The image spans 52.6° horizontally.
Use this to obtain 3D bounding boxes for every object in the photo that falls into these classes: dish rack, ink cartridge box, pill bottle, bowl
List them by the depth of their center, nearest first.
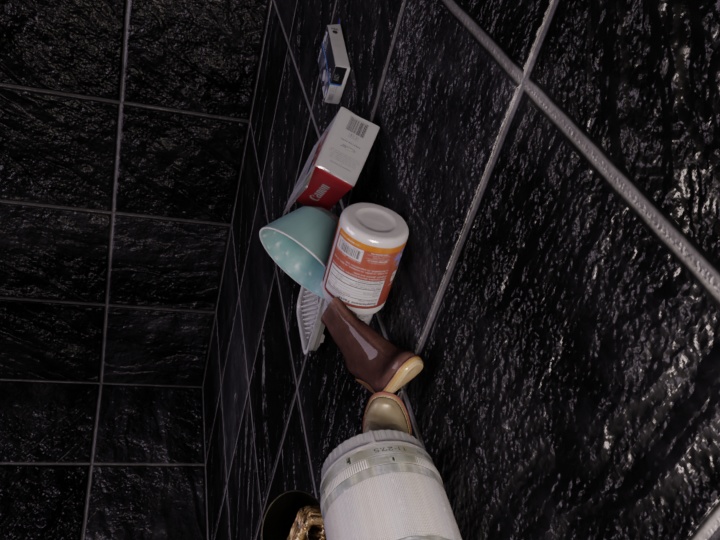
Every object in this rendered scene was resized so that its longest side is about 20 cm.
[{"bbox_3d":[0.000,0.000,1.182,0.112,0.112,0.200,-107,27,-50],"label":"pill bottle"},{"bbox_3d":[-0.082,-0.045,1.377,0.105,0.201,0.201,-50,8,-19],"label":"bowl"},{"bbox_3d":[-0.061,-0.183,1.385,0.176,0.084,0.200,-67,12,-17],"label":"ink cartridge box"},{"bbox_3d":[-0.094,0.064,1.574,0.172,0.043,0.200,-107,28,-49],"label":"dish rack"},{"bbox_3d":[-0.064,-0.477,1.644,0.100,0.039,0.200,113,156,-45],"label":"ink cartridge box"}]

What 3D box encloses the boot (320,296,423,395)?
[{"bbox_3d":[0.005,0.110,1.082,0.166,0.072,0.200,52,159,8],"label":"boot"}]

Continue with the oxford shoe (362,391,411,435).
[{"bbox_3d":[0.033,0.267,1.030,0.075,0.070,0.200,-65,-24,-64],"label":"oxford shoe"}]

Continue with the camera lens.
[{"bbox_3d":[0.037,0.319,0.894,0.200,0.160,0.160,-109,30,-52],"label":"camera lens"}]

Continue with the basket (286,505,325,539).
[{"bbox_3d":[-0.043,0.476,1.131,0.149,0.142,0.201,170,104,-73],"label":"basket"}]

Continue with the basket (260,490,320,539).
[{"bbox_3d":[-0.140,0.567,1.442,0.181,0.136,0.200,-97,17,-44],"label":"basket"}]
